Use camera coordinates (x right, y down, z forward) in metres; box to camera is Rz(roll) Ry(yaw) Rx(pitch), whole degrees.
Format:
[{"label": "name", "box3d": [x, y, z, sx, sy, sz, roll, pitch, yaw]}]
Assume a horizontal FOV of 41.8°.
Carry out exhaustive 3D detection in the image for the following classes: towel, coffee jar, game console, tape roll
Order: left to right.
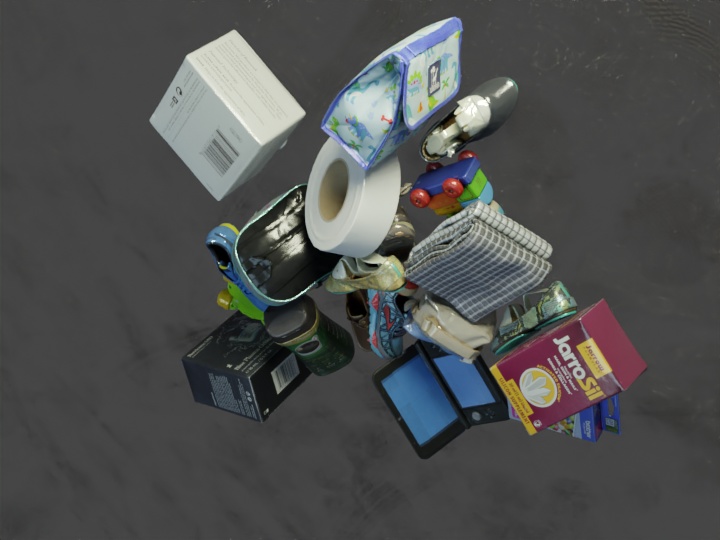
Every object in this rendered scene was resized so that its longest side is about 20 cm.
[{"label": "coffee jar", "box3d": [-0.098, 0.120, 1.803, 0.103, 0.086, 0.200, -26, 141, 14]}, {"label": "tape roll", "box3d": [-0.016, -0.126, 1.544, 0.202, 0.070, 0.205, -28, 57, 55]}, {"label": "game console", "box3d": [0.150, 0.228, 1.723, 0.170, 0.118, 0.201, -19, 108, 47]}, {"label": "towel", "box3d": [0.181, -0.009, 1.488, 0.164, 0.086, 0.200, 25, 144, -23]}]

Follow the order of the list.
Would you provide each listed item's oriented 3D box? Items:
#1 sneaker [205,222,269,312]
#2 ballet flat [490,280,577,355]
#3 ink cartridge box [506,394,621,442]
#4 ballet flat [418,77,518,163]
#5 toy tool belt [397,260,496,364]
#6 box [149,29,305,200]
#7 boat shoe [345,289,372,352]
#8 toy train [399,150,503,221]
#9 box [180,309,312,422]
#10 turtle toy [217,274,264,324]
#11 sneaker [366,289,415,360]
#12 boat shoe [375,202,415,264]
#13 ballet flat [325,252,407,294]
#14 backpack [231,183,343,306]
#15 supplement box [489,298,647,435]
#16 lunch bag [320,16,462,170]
[{"label": "sneaker", "box3d": [-0.224, 0.010, 1.762, 0.065, 0.079, 0.201, -22, 110, 30]}, {"label": "ballet flat", "box3d": [0.277, 0.075, 1.551, 0.074, 0.074, 0.200, 49, 137, -2]}, {"label": "ink cartridge box", "box3d": [0.344, 0.223, 1.616, 0.198, 0.042, 0.121, 10, 127, 33]}, {"label": "ballet flat", "box3d": [0.155, -0.218, 1.416, 0.073, 0.073, 0.199, 52, 138, -5]}, {"label": "toy tool belt", "box3d": [0.128, 0.084, 1.622, 0.198, 0.125, 0.123, 29, 136, 0]}, {"label": "box", "box3d": [-0.236, -0.270, 1.662, 0.200, 0.131, 0.199, 49, 139, 0]}, {"label": "boat shoe", "box3d": [0.000, 0.074, 1.771, 0.071, 0.068, 0.202, 18, 131, 29]}, {"label": "toy train", "box3d": [0.129, -0.108, 1.524, 0.199, 0.085, 0.116, -14, 124, 45]}, {"label": "box", "box3d": [-0.228, 0.192, 1.956, 0.198, 0.197, 0.119, 9, 126, 35]}, {"label": "turtle toy", "box3d": [-0.194, 0.018, 1.866, 0.144, 0.101, 0.201, 25, 133, 4]}, {"label": "sneaker", "box3d": [0.065, 0.088, 1.719, 0.095, 0.079, 0.202, 14, 129, 29]}, {"label": "boat shoe", "box3d": [0.059, -0.061, 1.597, 0.200, 0.073, 0.074, 103, 160, -72]}, {"label": "ballet flat", "box3d": [0.000, 0.000, 1.595, 0.199, 0.071, 0.071, 0, 121, 50]}, {"label": "backpack", "box3d": [-0.134, -0.036, 1.702, 0.177, 0.199, 0.153, 54, 159, -7]}, {"label": "supplement box", "box3d": [0.327, 0.156, 1.495, 0.200, 0.103, 0.132, -37, 82, 40]}, {"label": "lunch bag", "box3d": [0.060, -0.270, 1.382, 0.127, 0.170, 0.201, 41, 136, 7]}]
